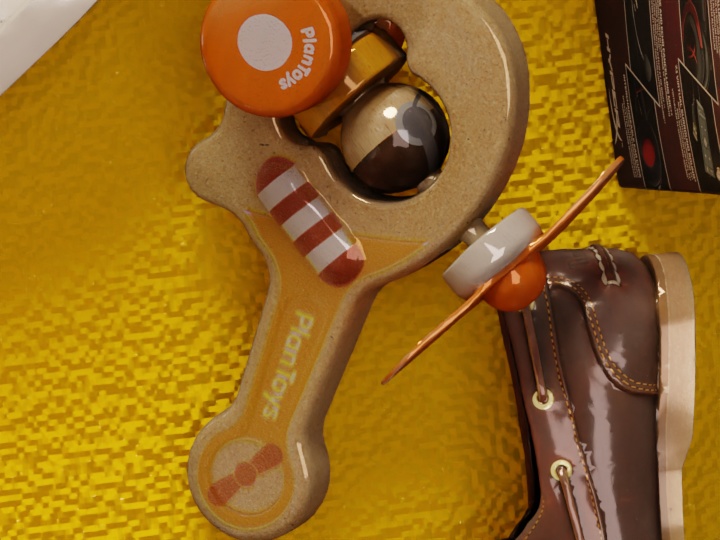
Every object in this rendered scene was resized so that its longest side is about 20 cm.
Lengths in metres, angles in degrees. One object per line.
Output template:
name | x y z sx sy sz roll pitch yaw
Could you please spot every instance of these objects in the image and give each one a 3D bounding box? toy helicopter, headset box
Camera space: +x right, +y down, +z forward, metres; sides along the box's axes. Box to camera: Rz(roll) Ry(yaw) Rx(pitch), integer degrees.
toy helicopter | 0.000 0.000 0.867 0.132 0.079 0.200 23 106 11
headset box | 0.171 -0.069 0.835 0.148 0.200 0.075 -9 94 -10

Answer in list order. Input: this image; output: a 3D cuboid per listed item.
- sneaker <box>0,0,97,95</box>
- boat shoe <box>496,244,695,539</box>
sneaker | -0.137 -0.114 0.843 0.200 0.074 0.116 -44 102 -4
boat shoe | 0.073 0.092 0.895 0.070 0.070 0.200 -1 86 -11
